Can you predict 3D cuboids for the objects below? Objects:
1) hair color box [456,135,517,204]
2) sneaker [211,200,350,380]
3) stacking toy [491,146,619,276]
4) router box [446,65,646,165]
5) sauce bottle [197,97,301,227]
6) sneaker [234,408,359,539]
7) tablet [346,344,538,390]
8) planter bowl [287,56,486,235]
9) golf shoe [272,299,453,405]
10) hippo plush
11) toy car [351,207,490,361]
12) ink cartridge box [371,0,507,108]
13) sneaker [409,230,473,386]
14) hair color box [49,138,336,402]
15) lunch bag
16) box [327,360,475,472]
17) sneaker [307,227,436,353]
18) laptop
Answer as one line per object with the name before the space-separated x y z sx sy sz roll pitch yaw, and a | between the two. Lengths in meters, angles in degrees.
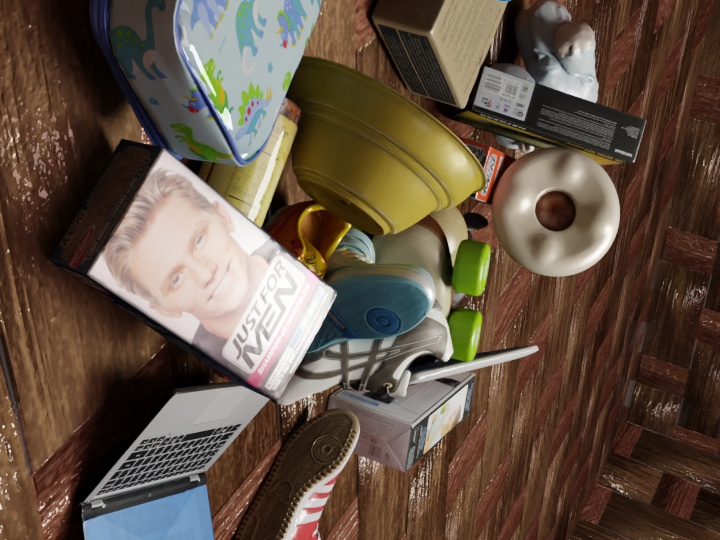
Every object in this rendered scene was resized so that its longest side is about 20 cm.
hair color box | 0.127 -0.120 1.265 0.199 0.109 0.065 2 106 -67
sneaker | -0.074 0.007 0.926 0.073 0.076 0.202 49 52 -30
stacking toy | 0.224 -0.052 1.272 0.200 0.144 0.148 71 40 -79
router box | 0.212 -0.177 1.242 0.157 0.197 0.053 -139 -114 -83
sauce bottle | -0.108 -0.047 0.845 0.203 0.065 0.066 -68 157 -3
sneaker | -0.058 0.254 1.169 0.201 0.071 0.113 -54 148 -21
tablet | 0.091 0.110 1.186 0.198 0.129 0.014 -8 85 -39
planter bowl | 0.002 -0.088 0.905 0.084 0.198 0.200 -58 155 -8
golf shoe | 0.000 0.097 1.053 0.198 0.095 0.078 -31 180 11
hippo plush | 0.224 -0.243 1.411 0.160 0.159 0.201 -35 132 -6
toy car | 0.069 -0.018 1.172 0.201 0.161 0.160 -60 158 -55
ink cartridge box | 0.097 -0.300 1.111 0.203 0.074 0.165 -68 158 -12
sneaker | 0.066 0.032 1.272 0.073 0.086 0.203 23 93 -46
hair color box | -0.114 0.005 0.769 0.200 0.060 0.101 40 74 -41
lunch bag | -0.095 -0.188 0.713 0.161 0.081 0.203 66 37 -57
box | 0.051 0.166 1.300 0.199 0.115 0.061 -23 126 -59
sneaker | 0.000 0.000 0.999 0.080 0.198 0.131 53 44 -27
laptop | -0.134 0.202 0.887 0.200 0.116 0.187 -48 162 14
